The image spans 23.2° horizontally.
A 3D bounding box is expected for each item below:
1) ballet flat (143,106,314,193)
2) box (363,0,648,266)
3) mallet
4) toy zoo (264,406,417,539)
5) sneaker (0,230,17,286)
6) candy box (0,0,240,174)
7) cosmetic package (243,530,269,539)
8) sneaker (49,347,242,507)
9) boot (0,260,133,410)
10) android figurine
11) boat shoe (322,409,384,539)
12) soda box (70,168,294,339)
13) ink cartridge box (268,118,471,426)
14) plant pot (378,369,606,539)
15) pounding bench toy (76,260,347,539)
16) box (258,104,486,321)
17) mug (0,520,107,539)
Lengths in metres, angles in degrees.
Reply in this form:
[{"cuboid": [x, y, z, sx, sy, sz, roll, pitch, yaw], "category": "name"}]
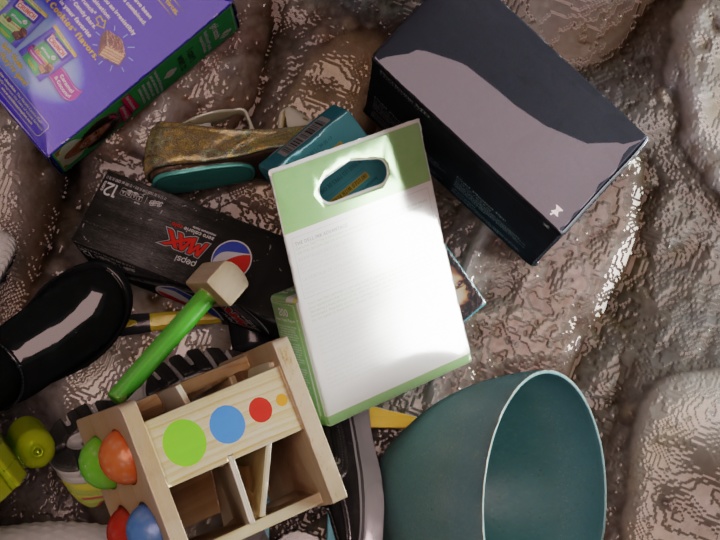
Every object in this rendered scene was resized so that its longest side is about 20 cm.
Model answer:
[{"cuboid": [-0.080, -0.103, 1.446, 0.198, 0.071, 0.071, -2, 84, -2], "category": "ballet flat"}, {"cuboid": [0.109, -0.117, 1.390, 0.200, 0.182, 0.104, 43, 84, 3], "category": "box"}, {"cuboid": [-0.164, 0.052, 1.439, 0.198, 0.041, 0.067, -13, 79, 1], "category": "mallet"}, {"cuboid": [-0.018, 0.187, 1.433, 0.130, 0.020, 0.202, 2, 84, -1], "category": "toy zoo"}, {"cuboid": [-0.380, 0.019, 1.413, 0.129, 0.080, 0.199, 41, 94, -5], "category": "sneaker"}, {"cuboid": [-0.228, -0.211, 1.446, 0.200, 0.077, 0.169, -40, 85, -4], "category": "candy box"}, {"cuboid": [-0.070, 0.305, 1.362, 0.071, 0.101, 0.201, -30, 92, 10], "category": "cosmetic package"}, {"cuboid": [-0.155, 0.130, 1.413, 0.198, 0.091, 0.078, -19, 51, -15], "category": "sneaker"}, {"cuboid": [-0.276, 0.075, 1.345, 0.197, 0.162, 0.074, -34, 92, 15], "category": "boot"}, {"cuboid": [-0.308, 0.173, 1.306, 0.182, 0.200, 0.041, -38, 103, -13], "category": "android figurine"}, {"cuboid": [-0.024, 0.145, 1.368, 0.066, 0.070, 0.202, 1, 60, -13], "category": "boat shoe"}, {"cuboid": [-0.126, -0.008, 1.400, 0.198, 0.063, 0.071, 20, 73, 19], "category": "soda box"}, {"cuboid": [0.000, 0.000, 1.340, 0.145, 0.048, 0.202, -21, 104, -30], "category": "ink cartridge box"}, {"cuboid": [0.089, 0.178, 1.369, 0.134, 0.199, 0.202, -1, 82, 34], "category": "plant pot"}, {"cuboid": [-0.132, 0.107, 1.288, 0.155, 0.124, 0.202, -20, 89, -26], "category": "pounding bench toy"}, {"cuboid": [0.010, -0.028, 1.409, 0.082, 0.049, 0.201, -39, 108, -6], "category": "box"}, {"cuboid": [-0.237, 0.293, 1.362, 0.173, 0.148, 0.202, -8, 103, -5], "category": "mug"}]
